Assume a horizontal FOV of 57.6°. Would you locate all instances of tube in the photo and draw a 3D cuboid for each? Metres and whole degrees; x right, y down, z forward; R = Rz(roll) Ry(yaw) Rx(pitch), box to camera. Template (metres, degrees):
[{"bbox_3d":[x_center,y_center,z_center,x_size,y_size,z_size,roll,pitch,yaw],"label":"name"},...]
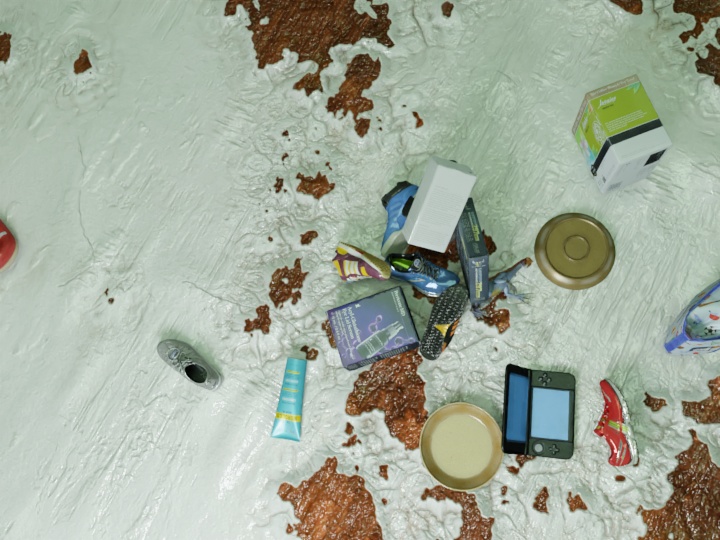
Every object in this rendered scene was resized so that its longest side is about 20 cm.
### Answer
[{"bbox_3d":[-0.173,0.320,1.634,0.077,0.050,0.202,6,83,17],"label":"tube"}]

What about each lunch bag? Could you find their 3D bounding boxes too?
[{"bbox_3d":[0.793,0.113,1.485,0.199,0.170,0.124,-35,70,-3],"label":"lunch bag"}]

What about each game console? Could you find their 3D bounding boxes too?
[{"bbox_3d":[0.413,0.327,1.512,0.174,0.116,0.202,4,78,9],"label":"game console"}]

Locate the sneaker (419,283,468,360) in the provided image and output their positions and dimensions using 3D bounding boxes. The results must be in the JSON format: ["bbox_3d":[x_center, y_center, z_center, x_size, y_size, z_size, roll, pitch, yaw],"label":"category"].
[{"bbox_3d":[0.205,0.117,1.579,0.070,0.090,0.202,27,105,16],"label":"sneaker"}]

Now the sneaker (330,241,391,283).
[{"bbox_3d":[0.000,0.000,1.643,0.200,0.074,0.091,33,105,48],"label":"sneaker"}]

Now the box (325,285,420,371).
[{"bbox_3d":[0.034,0.144,1.614,0.198,0.104,0.149,-20,74,3],"label":"box"}]

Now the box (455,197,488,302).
[{"bbox_3d":[0.264,-0.050,1.564,0.050,0.159,0.201,-10,46,3],"label":"box"}]

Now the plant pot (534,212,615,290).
[{"bbox_3d":[0.535,-0.052,1.633,0.198,0.028,0.202,-2,76,8],"label":"plant pot"}]

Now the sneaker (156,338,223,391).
[{"bbox_3d":[-0.439,0.233,1.668,0.199,0.082,0.075,28,82,13],"label":"sneaker"}]

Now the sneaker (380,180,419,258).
[{"bbox_3d":[0.089,-0.136,1.693,0.111,0.076,0.201,36,102,34],"label":"sneaker"}]

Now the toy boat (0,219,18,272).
[{"bbox_3d":[-1.044,-0.084,1.802,0.130,0.131,0.200,-44,75,-4],"label":"toy boat"}]

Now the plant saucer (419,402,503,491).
[{"bbox_3d":[0.239,0.417,1.555,0.198,0.035,0.202,-2,76,7],"label":"plant saucer"}]

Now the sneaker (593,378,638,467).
[{"bbox_3d":[0.576,0.350,1.507,0.084,0.077,0.202,-13,75,10],"label":"sneaker"}]

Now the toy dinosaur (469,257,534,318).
[{"bbox_3d":[0.333,0.027,1.603,0.199,0.105,0.182,29,79,15],"label":"toy dinosaur"}]

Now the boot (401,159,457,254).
[{"bbox_3d":[0.209,-0.158,1.638,0.200,0.174,0.069,-49,36,8],"label":"boot"}]

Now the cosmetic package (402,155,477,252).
[{"bbox_3d":[0.181,-0.154,1.534,0.100,0.071,0.201,14,115,-17],"label":"cosmetic package"}]

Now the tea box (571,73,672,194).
[{"bbox_3d":[0.628,-0.327,1.596,0.132,0.200,0.198,-20,73,3],"label":"tea box"}]

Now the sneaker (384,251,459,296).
[{"bbox_3d":[0.150,0.005,1.633,0.198,0.089,0.079,14,67,8],"label":"sneaker"}]
